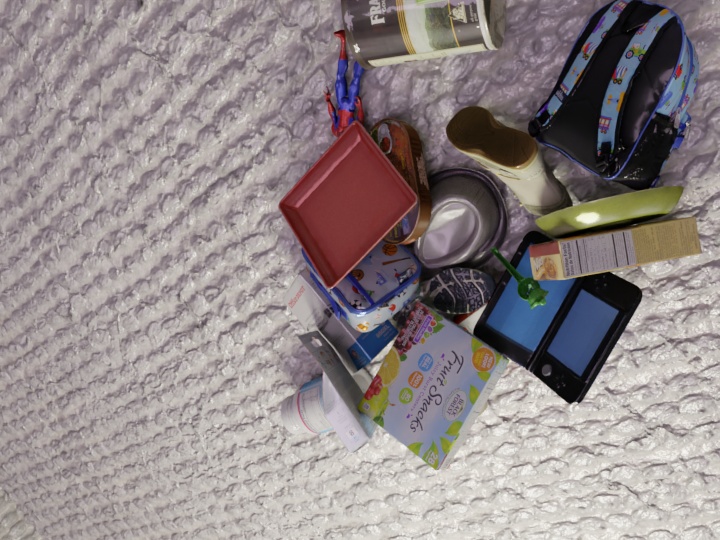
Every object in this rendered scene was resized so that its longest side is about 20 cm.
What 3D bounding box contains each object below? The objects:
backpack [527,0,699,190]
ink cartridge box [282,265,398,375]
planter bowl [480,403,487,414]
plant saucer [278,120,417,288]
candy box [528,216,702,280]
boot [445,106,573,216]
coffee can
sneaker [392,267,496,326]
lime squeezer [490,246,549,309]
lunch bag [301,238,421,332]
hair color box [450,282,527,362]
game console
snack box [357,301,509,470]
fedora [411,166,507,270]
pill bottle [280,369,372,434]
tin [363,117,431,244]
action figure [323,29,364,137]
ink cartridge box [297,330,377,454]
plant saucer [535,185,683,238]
[{"bbox_3d":[0.337,-0.226,0.812,0.183,0.132,0.204,49,124,50],"label":"backpack"},{"bbox_3d":[-0.042,0.083,1.175,0.201,0.084,0.145,49,152,3],"label":"ink cartridge box"},{"bbox_3d":[0.108,0.230,1.136,0.199,0.135,0.201,39,159,18],"label":"planter bowl"},{"bbox_3d":[-0.020,-0.104,1.022,0.199,0.036,0.202,-44,58,15],"label":"plant saucer"},{"bbox_3d":[0.350,-0.029,0.892,0.195,0.115,0.057,-11,89,-5],"label":"candy box"},{"bbox_3d":[0.222,-0.161,0.958,0.072,0.200,0.154,-50,129,5],"label":"boot"},{"bbox_3d":[0.090,-0.369,0.881,0.195,0.147,0.150,0,116,25],"label":"coffee can"},{"bbox_3d":[0.145,0.033,1.101,0.197,0.086,0.079,-15,98,33],"label":"sneaker"},{"bbox_3d":[0.253,0.023,0.949,0.037,0.201,0.072,-27,114,4],"label":"lime squeezer"},{"bbox_3d":[0.000,0.000,1.060,0.200,0.158,0.076,46,157,32],"label":"lunch bag"},{"bbox_3d":[0.222,0.112,1.117,0.111,0.064,0.200,46,124,-4],"label":"hair color box"},{"bbox_3d":[0.297,0.069,0.980,0.117,0.171,0.203,23,100,-28],"label":"game console"},{"bbox_3d":[0.115,0.181,1.014,0.167,0.067,0.203,32,94,28],"label":"snack box"},{"bbox_3d":[0.145,-0.067,1.043,0.177,0.090,0.200,47,126,-3],"label":"fedora"},{"bbox_3d":[-0.070,0.274,1.315,0.198,0.109,0.110,-26,103,34],"label":"pill bottle"},{"bbox_3d":[0.057,-0.142,1.025,0.111,0.041,0.205,-17,78,43],"label":"tin"},{"bbox_3d":[-0.023,-0.281,1.044,0.064,0.052,0.204,11,122,14],"label":"action figure"},{"bbox_3d":[-0.046,0.199,1.082,0.047,0.160,0.202,-37,84,6],"label":"ink cartridge box"},{"bbox_3d":[0.342,-0.075,0.880,0.196,0.199,0.032,-13,84,30],"label":"plant saucer"}]
